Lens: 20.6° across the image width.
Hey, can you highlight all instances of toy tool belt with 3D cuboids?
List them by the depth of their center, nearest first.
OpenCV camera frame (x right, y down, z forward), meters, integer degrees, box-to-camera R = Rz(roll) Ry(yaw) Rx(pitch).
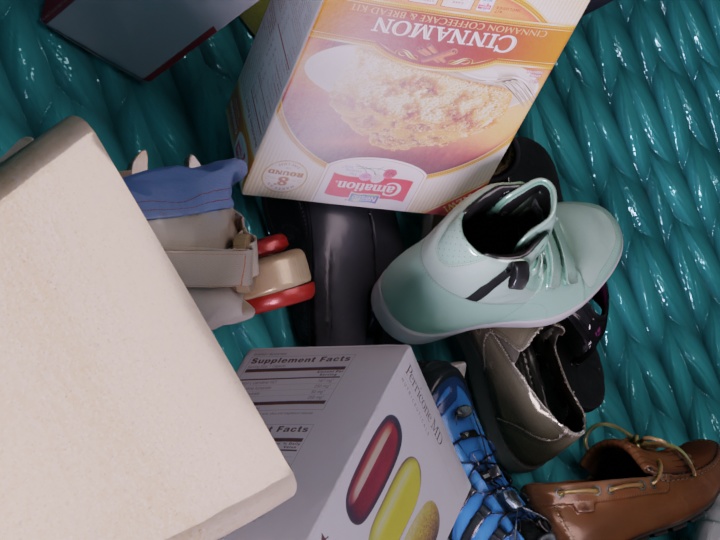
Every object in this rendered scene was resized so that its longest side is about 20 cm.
[{"bbox_3d":[-0.108,-0.024,1.084,0.199,0.124,0.124,-16,92,-49],"label":"toy tool belt"}]

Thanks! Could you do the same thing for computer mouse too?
[{"bbox_3d":[0.000,0.000,1.235,0.138,0.053,0.201,-10,80,-47],"label":"computer mouse"}]

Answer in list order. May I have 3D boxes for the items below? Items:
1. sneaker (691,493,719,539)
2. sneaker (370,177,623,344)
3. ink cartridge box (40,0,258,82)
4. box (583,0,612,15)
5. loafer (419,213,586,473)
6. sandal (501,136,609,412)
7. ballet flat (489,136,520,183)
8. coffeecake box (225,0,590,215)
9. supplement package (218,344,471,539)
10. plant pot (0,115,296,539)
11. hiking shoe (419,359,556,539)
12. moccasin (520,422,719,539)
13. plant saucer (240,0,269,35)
[{"bbox_3d":[0.300,0.235,1.437,0.199,0.075,0.089,30,70,-33],"label":"sneaker"},{"bbox_3d":[0.113,-0.016,1.215,0.200,0.118,0.074,-18,74,-38],"label":"sneaker"},{"bbox_3d":[-0.101,-0.235,1.168,0.083,0.145,0.201,28,53,-29],"label":"ink cartridge box"},{"bbox_3d":[0.097,-0.266,1.378,0.200,0.123,0.200,-22,90,-62],"label":"box"},{"bbox_3d":[0.101,0.031,1.303,0.075,0.069,0.201,-24,95,-49],"label":"loafer"},{"bbox_3d":[0.137,-0.001,1.380,0.075,0.048,0.202,1,71,-46],"label":"sandal"},{"bbox_3d":[0.034,-0.098,1.298,0.199,0.073,0.074,16,61,-43],"label":"ballet flat"},{"bbox_3d":[0.025,-0.128,1.150,0.152,0.201,0.073,5,49,-21],"label":"coffeecake box"},{"bbox_3d":[-0.036,0.146,1.066,0.201,0.109,0.114,-61,137,-42],"label":"supplement package"},{"bbox_3d":[-0.186,0.078,0.912,0.177,0.200,0.201,-35,98,-39],"label":"plant pot"},{"bbox_3d":[0.082,0.149,1.209,0.074,0.086,0.202,-19,95,-50],"label":"hiking shoe"},{"bbox_3d":[0.178,0.143,1.344,0.200,0.073,0.078,-14,92,-39],"label":"moccasin"},{"bbox_3d":[-0.022,-0.219,1.331,0.199,0.031,0.201,21,58,-39],"label":"plant saucer"}]
